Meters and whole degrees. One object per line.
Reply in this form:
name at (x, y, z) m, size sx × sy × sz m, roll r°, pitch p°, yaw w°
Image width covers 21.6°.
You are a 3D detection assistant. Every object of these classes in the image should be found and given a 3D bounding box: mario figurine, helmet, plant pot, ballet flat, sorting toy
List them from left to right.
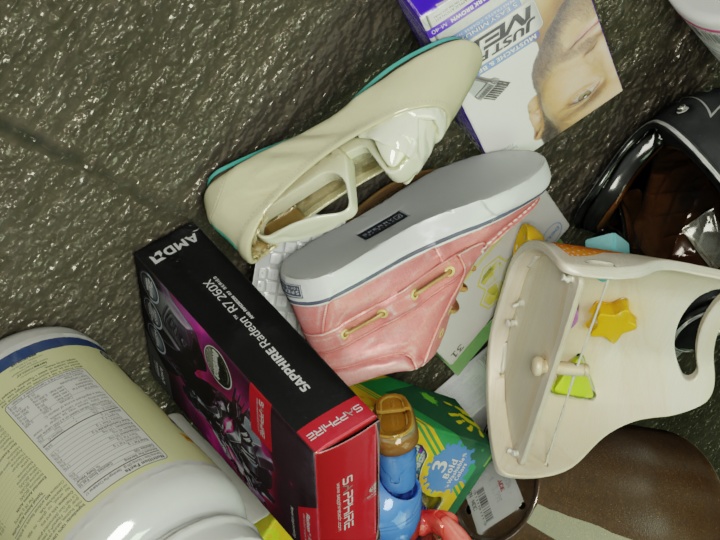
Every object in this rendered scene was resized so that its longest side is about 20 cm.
ballet flat at (-0.002, -0.068, 1.168) m, size 0.199 × 0.070 × 0.069 m, roll -31°, pitch 150°, yaw 7°
mario figurine at (0.019, 0.188, 1.329) m, size 0.106 × 0.123 × 0.201 m, roll -34°, pitch 128°, yaw -24°
plant pot at (0.171, 0.201, 1.564) m, size 0.199 × 0.187 × 0.188 m, roll 22°, pitch 107°, yaw -43°
sorting toy at (0.196, 0.049, 1.407) m, size 0.179 × 0.107 × 0.201 m, roll 3°, pitch 128°, yaw -15°
helmet at (0.287, -0.050, 1.497) m, size 0.191 × 0.201 × 0.199 m, roll -46°, pitch 153°, yaw 25°

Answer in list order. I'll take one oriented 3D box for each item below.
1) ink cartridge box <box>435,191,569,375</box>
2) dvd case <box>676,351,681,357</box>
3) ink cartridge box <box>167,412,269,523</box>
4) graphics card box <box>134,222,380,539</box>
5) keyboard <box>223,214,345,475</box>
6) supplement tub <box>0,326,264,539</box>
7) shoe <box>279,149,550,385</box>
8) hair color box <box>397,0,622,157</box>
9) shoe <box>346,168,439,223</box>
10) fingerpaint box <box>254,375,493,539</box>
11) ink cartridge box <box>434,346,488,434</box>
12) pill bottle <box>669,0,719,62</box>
ink cartridge box at (0.101, 0.007, 1.458) m, size 0.146 × 0.048 × 0.200 m, roll -49°, pitch 147°, yaw -3°
dvd case at (0.273, 0.041, 1.660) m, size 0.200 × 0.016 × 0.149 m, roll -48°, pitch -172°, yaw -2°
ink cartridge box at (-0.168, 0.191, 1.242) m, size 0.199 × 0.117 × 0.068 m, roll -30°, pitch 145°, yaw -29°
graphics card box at (-0.064, 0.077, 1.172) m, size 0.051 × 0.200 × 0.126 m, roll -29°, pitch 145°, yaw -22°
keyboard at (-0.052, 0.059, 1.264) m, size 0.056 × 0.011 × 0.202 m, roll 8°, pitch 102°, yaw -8°
supplement tub at (-0.158, 0.144, 1.123) m, size 0.145 × 0.200 × 0.146 m, roll -32°, pitch 146°, yaw -26°
shoe at (0.046, -0.001, 1.253) m, size 0.199 × 0.071 × 0.091 m, roll -28°, pitch 119°, yaw -16°
hair color box at (0.096, -0.158, 1.236) m, size 0.109 × 0.065 × 0.200 m, roll -34°, pitch 150°, yaw 1°
shoe at (0.000, 0.000, 1.315) m, size 0.200 × 0.070 × 0.053 m, roll -39°, pitch 176°, yaw -11°
fingerpaint box at (-0.017, 0.178, 1.427) m, size 0.166 × 0.073 × 0.201 m, roll 21°, pitch 107°, yaw -42°
ink cartridge box at (0.092, 0.128, 1.578) m, size 0.200 × 0.044 × 0.094 m, roll -39°, pitch 146°, yaw -17°
pill bottle at (0.307, -0.204, 1.427) m, size 0.114 × 0.113 × 0.200 m, roll -52°, pitch 150°, yaw 5°
